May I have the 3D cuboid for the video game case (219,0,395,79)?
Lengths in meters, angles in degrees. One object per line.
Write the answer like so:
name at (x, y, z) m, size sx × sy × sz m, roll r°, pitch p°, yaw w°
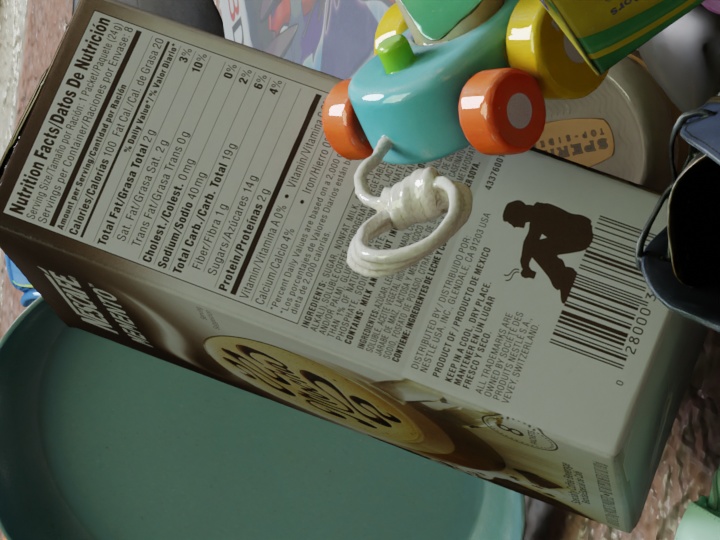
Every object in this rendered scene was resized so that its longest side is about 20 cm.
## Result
video game case at (-0.012, -0.142, 0.927) m, size 0.200 × 0.023 × 0.183 m, roll 138°, pitch 127°, yaw -59°

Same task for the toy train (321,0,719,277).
toy train at (0.073, -0.077, 0.638) m, size 0.150 × 0.199 × 0.056 m, roll -102°, pitch -14°, yaw -68°

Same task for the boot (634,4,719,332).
boot at (0.103, -0.038, 0.649) m, size 0.200 × 0.096 × 0.075 m, roll 44°, pitch 130°, yaw 52°

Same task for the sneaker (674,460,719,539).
sneaker at (0.091, 0.105, 0.703) m, size 0.074 × 0.117 × 0.202 m, roll -161°, pitch 74°, yaw -64°

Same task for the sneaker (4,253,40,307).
sneaker at (-0.094, 0.011, 1.086) m, size 0.200 × 0.104 × 0.076 m, roll 24°, pitch 112°, yaw 62°

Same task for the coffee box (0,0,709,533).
coffee box at (0.000, 0.000, 0.755) m, size 0.113 × 0.199 × 0.080 m, roll 63°, pitch -131°, yaw -71°

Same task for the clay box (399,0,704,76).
clay box at (0.085, -0.133, 0.606) m, size 0.199 × 0.048 × 0.115 m, roll -35°, pitch 46°, yaw 7°

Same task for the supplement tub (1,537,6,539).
supplement tub at (-0.088, 0.192, 0.992) m, size 0.200 × 0.122 × 0.123 m, roll 56°, pitch 139°, yaw 46°

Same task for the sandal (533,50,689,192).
sandal at (0.020, -0.026, 0.844) m, size 0.199 × 0.054 × 0.081 m, roll -15°, pitch 98°, yaw 41°

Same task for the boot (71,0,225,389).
boot at (-0.074, -0.048, 0.964) m, size 0.132 × 0.069 × 0.201 m, roll 105°, pitch 155°, yaw -79°

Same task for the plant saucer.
plant saucer at (-0.038, 0.069, 0.890) m, size 0.027 × 0.199 × 0.201 m, roll -71°, pitch 2°, yaw -54°
